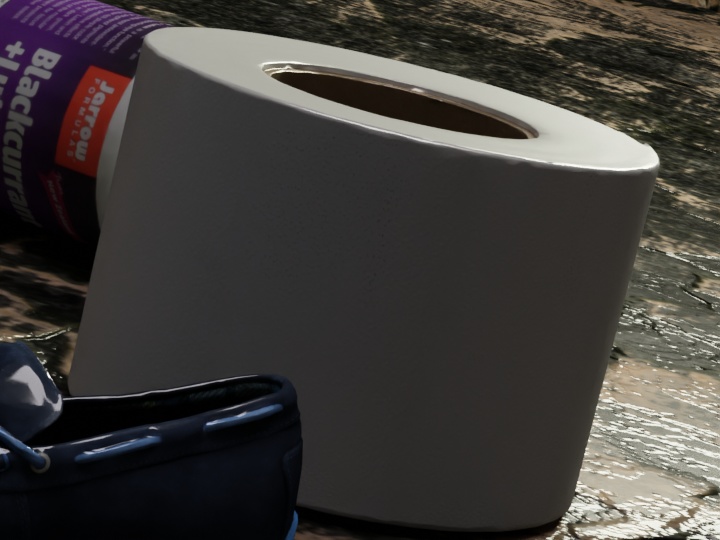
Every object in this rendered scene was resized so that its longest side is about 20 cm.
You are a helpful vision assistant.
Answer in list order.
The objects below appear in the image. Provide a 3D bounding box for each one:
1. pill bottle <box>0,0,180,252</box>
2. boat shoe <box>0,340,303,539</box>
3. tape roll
[{"bbox_3d":[-0.115,-0.064,1.328,0.199,0.112,0.111,19,12,28],"label":"pill bottle"},{"bbox_3d":[-0.111,0.050,0.870,0.199,0.069,0.084,3,16,-35],"label":"boat shoe"},{"bbox_3d":[0.000,0.000,1.078,0.202,0.140,0.203,14,11,-3],"label":"tape roll"}]
